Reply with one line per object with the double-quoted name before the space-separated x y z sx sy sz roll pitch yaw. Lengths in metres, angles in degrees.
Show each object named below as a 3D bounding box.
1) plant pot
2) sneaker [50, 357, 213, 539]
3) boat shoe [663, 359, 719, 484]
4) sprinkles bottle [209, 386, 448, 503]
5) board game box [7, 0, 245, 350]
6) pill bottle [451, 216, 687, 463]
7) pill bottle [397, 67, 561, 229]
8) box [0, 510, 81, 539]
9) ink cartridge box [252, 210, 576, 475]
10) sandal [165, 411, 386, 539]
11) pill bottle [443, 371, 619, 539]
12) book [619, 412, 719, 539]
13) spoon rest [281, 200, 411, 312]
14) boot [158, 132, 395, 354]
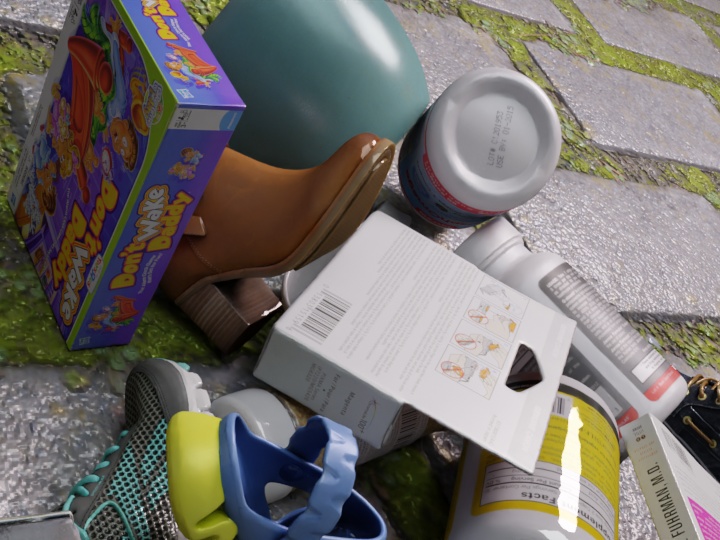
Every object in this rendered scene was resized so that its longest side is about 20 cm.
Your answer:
"plant pot" -0.040 -0.146 0.795 0.161 0.200 0.201 43 35 -6
"sneaker" -0.124 0.125 0.515 0.090 0.078 0.202 11 41 -24
"boat shoe" 0.306 0.117 0.861 0.070 0.091 0.201 -14 58 -47
"sprinkles bottle" -0.010 0.096 0.644 0.198 0.069 0.069 -10 55 -46
"board game box" -0.153 -0.069 0.599 0.044 0.201 0.135 -5 50 -41
"pill bottle" 0.150 0.060 0.776 0.200 0.116 0.115 47 37 16
"pill bottle" 0.090 -0.094 0.833 0.108 0.110 0.200 32 -8 -4
"box" -0.135 0.215 0.324 0.085 0.165 0.202 2 47 -37
"ink cartridge box" 0.046 0.049 0.647 0.172 0.044 0.200 30 30 6
"sandal" -0.025 0.144 0.492 0.085 0.202 0.080 -16 39 5
"pill bottle" 0.109 0.169 0.624 0.110 0.112 0.201 31 36 -6
"book" 0.240 0.207 0.640 0.133 0.048 0.202 42 26 -35
"spoon rest" 0.000 0.000 0.768 0.098 0.061 0.201 33 35 -3
"boot" -0.081 -0.060 0.646 0.156 0.200 0.076 50 35 7
